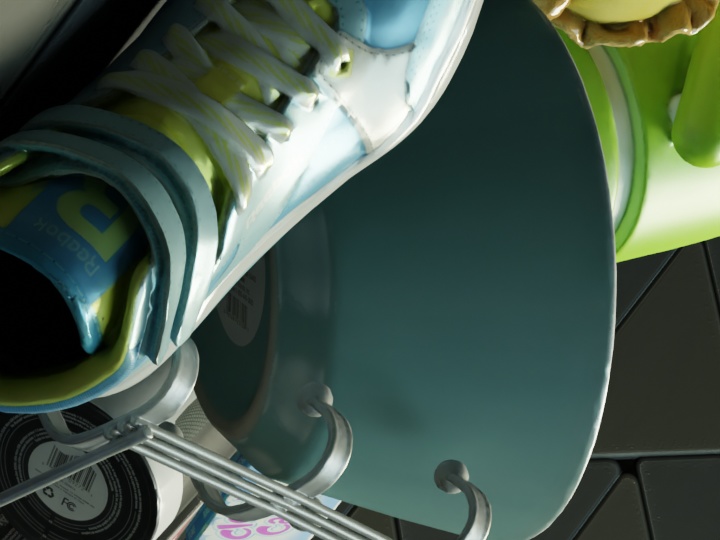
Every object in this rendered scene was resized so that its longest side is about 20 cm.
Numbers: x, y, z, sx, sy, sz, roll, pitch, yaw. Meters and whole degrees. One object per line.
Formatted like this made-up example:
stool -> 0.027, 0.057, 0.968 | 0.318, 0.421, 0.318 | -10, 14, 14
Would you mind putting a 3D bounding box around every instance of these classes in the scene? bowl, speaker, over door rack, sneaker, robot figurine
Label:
bowl -> 0.000, 0.000, 0.888 | 0.105, 0.201, 0.201 | -3, 154, -21
speaker -> -0.069, 0.034, 1.023 | 0.081, 0.081, 0.200 | -53, 176, 37
over door rack -> -0.080, 0.090, 0.817 | 0.200, 0.148, 0.067 | -36, -136, 27
sneaker -> -0.039, -0.038, 0.647 | 0.200, 0.080, 0.131 | -52, 178, 10
robot figurine -> 0.106, -0.063, 1.026 | 0.200, 0.116, 0.175 | -14, -173, -30

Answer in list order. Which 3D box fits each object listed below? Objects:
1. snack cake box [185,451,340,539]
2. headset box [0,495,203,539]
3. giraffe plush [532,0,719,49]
snack cake box -> -0.038, 0.054, 1.260 | 0.200, 0.067, 0.115 | 123, -38, -59
headset box -> -0.164, 0.163, 1.157 | 0.149, 0.077, 0.200 | -48, 175, -40
giraffe plush -> 0.114, -0.153, 0.920 | 0.162, 0.200, 0.173 | -24, 159, -1
